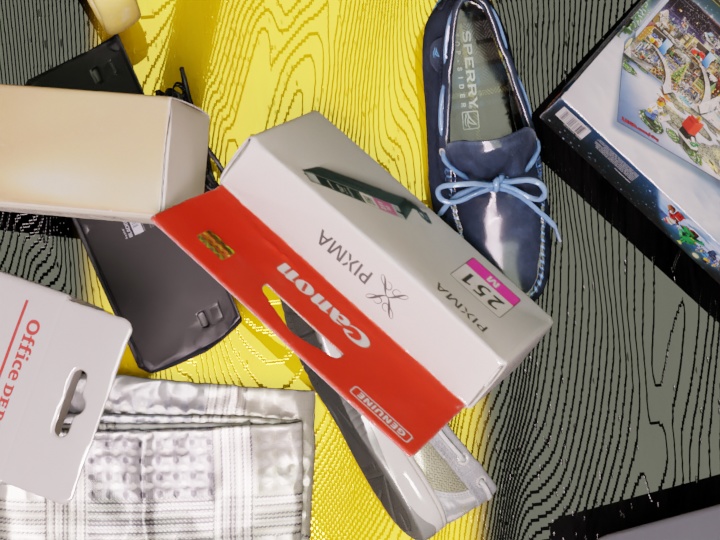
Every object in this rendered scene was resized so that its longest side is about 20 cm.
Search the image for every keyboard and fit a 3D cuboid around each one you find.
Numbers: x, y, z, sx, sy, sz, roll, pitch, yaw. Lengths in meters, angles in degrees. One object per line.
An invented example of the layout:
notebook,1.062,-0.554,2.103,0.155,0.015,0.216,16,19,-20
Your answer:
keyboard,-0.126,-0.045,1.172,0.104,0.040,0.200,-24,88,14

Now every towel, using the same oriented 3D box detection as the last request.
towel,-0.124,0.163,1.155,0.192,0.035,0.200,2,86,-4

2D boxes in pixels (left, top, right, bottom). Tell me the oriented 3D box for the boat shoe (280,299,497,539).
boat shoe,0.011,0.064,1.153,0.065,0.074,0.202,-28,89,-16

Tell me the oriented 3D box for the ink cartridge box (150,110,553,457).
ink cartridge box,0.000,0.000,1.084,0.200,0.174,0.044,42,116,8

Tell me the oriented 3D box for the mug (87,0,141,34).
mug,-0.184,-0.248,1.111,0.187,0.153,0.149,29,84,-2

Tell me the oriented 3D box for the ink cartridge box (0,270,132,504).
ink cartridge box,-0.230,0.054,1.110,0.200,0.068,0.116,18,86,14

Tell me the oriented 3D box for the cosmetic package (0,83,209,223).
cosmetic package,-0.196,-0.069,1.107,0.200,0.105,0.071,5,89,7

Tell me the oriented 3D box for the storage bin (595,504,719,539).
storage bin,0.230,0.217,1.140,0.200,0.146,0.134,-14,61,-5

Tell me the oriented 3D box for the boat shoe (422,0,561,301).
boat shoe,0.070,-0.073,1.164,0.084,0.069,0.200,-17,89,-5

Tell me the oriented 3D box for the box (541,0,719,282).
box,0.229,-0.078,1.168,0.200,0.038,0.137,43,68,-2
